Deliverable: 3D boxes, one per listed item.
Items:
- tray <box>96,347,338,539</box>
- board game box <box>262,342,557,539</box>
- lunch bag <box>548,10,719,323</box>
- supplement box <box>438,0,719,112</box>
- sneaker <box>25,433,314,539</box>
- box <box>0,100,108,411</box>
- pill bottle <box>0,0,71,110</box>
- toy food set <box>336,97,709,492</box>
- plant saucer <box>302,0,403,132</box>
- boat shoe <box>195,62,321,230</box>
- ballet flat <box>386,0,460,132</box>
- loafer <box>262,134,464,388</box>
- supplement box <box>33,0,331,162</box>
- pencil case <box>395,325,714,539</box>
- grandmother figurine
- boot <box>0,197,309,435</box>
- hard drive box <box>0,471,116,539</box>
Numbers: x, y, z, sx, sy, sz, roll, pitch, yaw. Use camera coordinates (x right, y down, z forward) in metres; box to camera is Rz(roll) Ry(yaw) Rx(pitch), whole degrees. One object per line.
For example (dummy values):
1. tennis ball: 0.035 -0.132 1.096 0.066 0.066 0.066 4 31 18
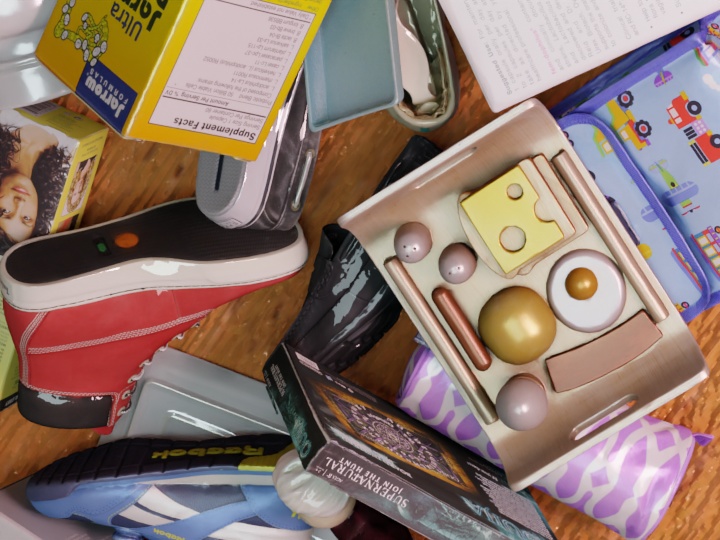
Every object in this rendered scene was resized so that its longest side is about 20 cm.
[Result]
1. tray: -0.076 0.127 1.772 0.199 0.022 0.108 21 110 3
2. board game box: 0.036 0.127 1.657 0.199 0.135 0.028 31 104 -24
3. lunch bag: 0.183 -0.051 1.649 0.200 0.094 0.151 -33 99 30
4. supplement box: 0.152 -0.187 1.593 0.199 0.101 0.104 -25 101 16
5. sneaker: -0.121 0.156 1.740 0.199 0.074 0.083 -1 109 11
6. box: -0.231 -0.012 1.737 0.075 0.050 0.201 23 111 14
7. pill bottle: -0.222 -0.207 1.648 0.112 0.112 0.201 -12 106 13
8. toy food set: 0.098 0.015 1.612 0.143 0.060 0.201 -32 96 12
9. plant saucer: -0.009 -0.186 1.599 0.070 0.019 0.201 -15 75 38
10. boat shoe: -0.051 -0.122 1.667 0.072 0.071 0.201 16 92 45
11. ballet flat: 0.020 -0.179 1.637 0.069 0.070 0.201 -14 104 14
12. loafer: 0.000 0.000 1.701 0.070 0.068 0.201 48 115 16
13. supplement box: -0.089 -0.181 1.584 0.109 0.108 0.201 40 111 40
14. pencil case: 0.118 0.093 1.700 0.199 0.084 0.086 31 69 -1
15. grandmother figurine: 0.016 0.180 1.703 0.061 0.121 0.200 -51 122 -11
16. boot: -0.129 0.035 1.726 0.199 0.073 0.145 -11 128 -11
17. hard drive box: -0.181 0.255 1.771 0.199 0.077 0.157 30 113 19
